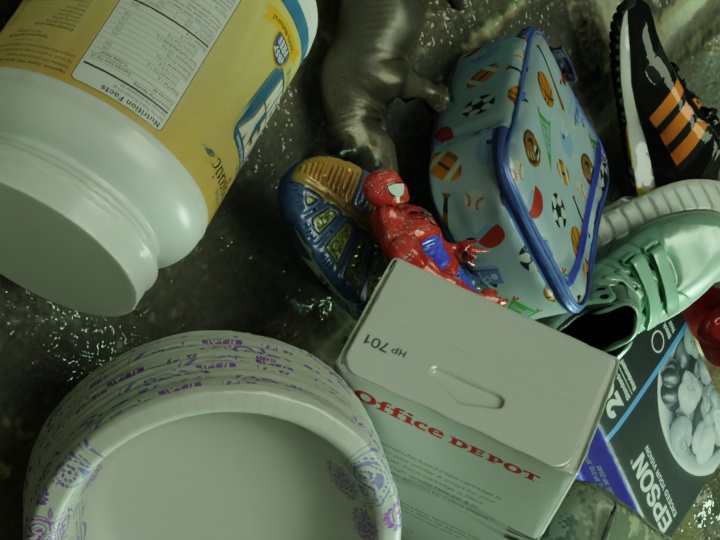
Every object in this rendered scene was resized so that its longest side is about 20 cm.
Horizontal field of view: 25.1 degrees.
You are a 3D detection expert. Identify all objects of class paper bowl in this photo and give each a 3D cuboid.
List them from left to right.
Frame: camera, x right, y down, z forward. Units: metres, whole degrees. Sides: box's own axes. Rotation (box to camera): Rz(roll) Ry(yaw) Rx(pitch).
[{"bbox_3d":[-0.083,0.125,0.889,0.200,0.104,0.201,-4,117,-9],"label":"paper bowl"}]

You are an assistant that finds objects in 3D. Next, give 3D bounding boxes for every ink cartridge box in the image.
[{"bbox_3d":[0.055,0.099,0.972,0.086,0.146,0.200,-61,172,-31],"label":"ink cartridge box"},{"bbox_3d":[0.207,0.122,1.269,0.200,0.043,0.198,-47,122,-33],"label":"ink cartridge box"}]

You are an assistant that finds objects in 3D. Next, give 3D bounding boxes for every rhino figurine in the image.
[{"bbox_3d":[0.012,-0.131,1.058,0.087,0.060,0.200,18,79,-36],"label":"rhino figurine"}]

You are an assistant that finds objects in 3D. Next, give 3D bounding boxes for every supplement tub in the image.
[{"bbox_3d":[-0.125,-0.092,0.857,0.145,0.145,0.200,46,59,-35],"label":"supplement tub"}]

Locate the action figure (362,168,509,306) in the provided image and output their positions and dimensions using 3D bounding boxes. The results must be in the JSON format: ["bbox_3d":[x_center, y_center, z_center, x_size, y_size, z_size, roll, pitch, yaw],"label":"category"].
[{"bbox_3d":[0.059,0.010,0.979,0.052,0.065,0.200,-35,125,10],"label":"action figure"}]

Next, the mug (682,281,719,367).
[{"bbox_3d":[0.370,0.012,1.308,0.133,0.200,0.178,35,58,-45],"label":"mug"}]

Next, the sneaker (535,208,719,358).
[{"bbox_3d":[0.202,0.022,1.151,0.200,0.118,0.074,-28,102,-10],"label":"sneaker"}]

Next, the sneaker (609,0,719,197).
[{"bbox_3d":[0.248,-0.119,1.263,0.070,0.090,0.200,-78,158,-71],"label":"sneaker"}]

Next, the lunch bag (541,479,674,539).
[{"bbox_3d":[0.139,0.251,1.129,0.200,0.139,0.168,42,61,-36],"label":"lunch bag"}]

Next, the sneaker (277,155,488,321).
[{"bbox_3d":[0.000,0.000,1.025,0.200,0.088,0.075,44,65,-38],"label":"sneaker"}]

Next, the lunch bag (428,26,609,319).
[{"bbox_3d":[0.117,-0.066,1.120,0.160,0.075,0.200,58,32,-27],"label":"lunch bag"}]

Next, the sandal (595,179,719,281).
[{"bbox_3d":[0.213,-0.023,1.236,0.202,0.050,0.083,-12,101,-15],"label":"sandal"}]
